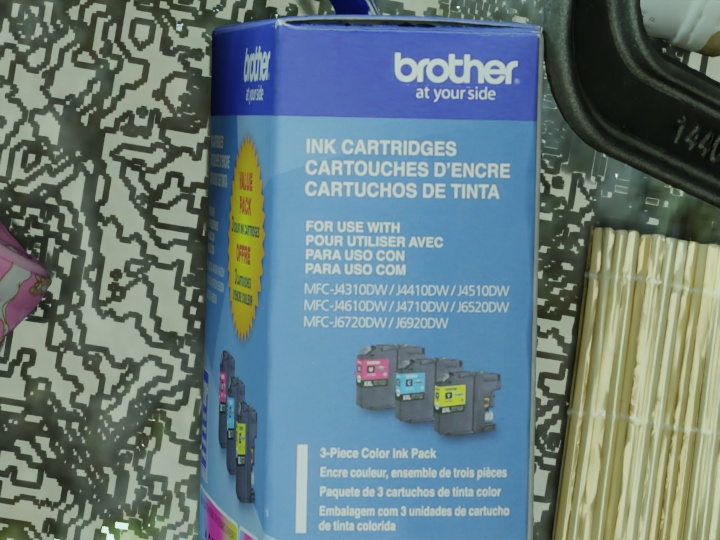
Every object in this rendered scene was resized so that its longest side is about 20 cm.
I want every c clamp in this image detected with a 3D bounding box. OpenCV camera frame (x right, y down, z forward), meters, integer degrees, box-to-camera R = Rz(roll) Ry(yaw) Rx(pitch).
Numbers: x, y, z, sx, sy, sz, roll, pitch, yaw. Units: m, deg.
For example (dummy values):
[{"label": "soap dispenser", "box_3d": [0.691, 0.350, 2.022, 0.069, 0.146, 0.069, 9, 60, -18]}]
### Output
[{"label": "c clamp", "box_3d": [0.127, -0.096, 0.810, 0.200, 0.027, 0.172, 12, 100, -46]}]

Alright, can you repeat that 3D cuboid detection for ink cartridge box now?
[{"label": "ink cartridge box", "box_3d": [0.000, 0.000, 0.801, 0.076, 0.136, 0.201, 3, 92, -11]}]

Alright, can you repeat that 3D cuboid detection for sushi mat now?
[{"label": "sushi mat", "box_3d": [0.104, 0.092, 0.876, 0.095, 0.012, 0.201, 7, 92, -6]}]

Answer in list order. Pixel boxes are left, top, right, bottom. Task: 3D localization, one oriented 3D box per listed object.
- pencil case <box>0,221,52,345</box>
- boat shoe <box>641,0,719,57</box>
[{"label": "pencil case", "box_3d": [-0.171, 0.054, 0.818, 0.083, 0.086, 0.200, 33, 89, 27]}, {"label": "boat shoe", "box_3d": [0.100, -0.166, 0.834, 0.069, 0.071, 0.201, 13, 93, -7]}]
